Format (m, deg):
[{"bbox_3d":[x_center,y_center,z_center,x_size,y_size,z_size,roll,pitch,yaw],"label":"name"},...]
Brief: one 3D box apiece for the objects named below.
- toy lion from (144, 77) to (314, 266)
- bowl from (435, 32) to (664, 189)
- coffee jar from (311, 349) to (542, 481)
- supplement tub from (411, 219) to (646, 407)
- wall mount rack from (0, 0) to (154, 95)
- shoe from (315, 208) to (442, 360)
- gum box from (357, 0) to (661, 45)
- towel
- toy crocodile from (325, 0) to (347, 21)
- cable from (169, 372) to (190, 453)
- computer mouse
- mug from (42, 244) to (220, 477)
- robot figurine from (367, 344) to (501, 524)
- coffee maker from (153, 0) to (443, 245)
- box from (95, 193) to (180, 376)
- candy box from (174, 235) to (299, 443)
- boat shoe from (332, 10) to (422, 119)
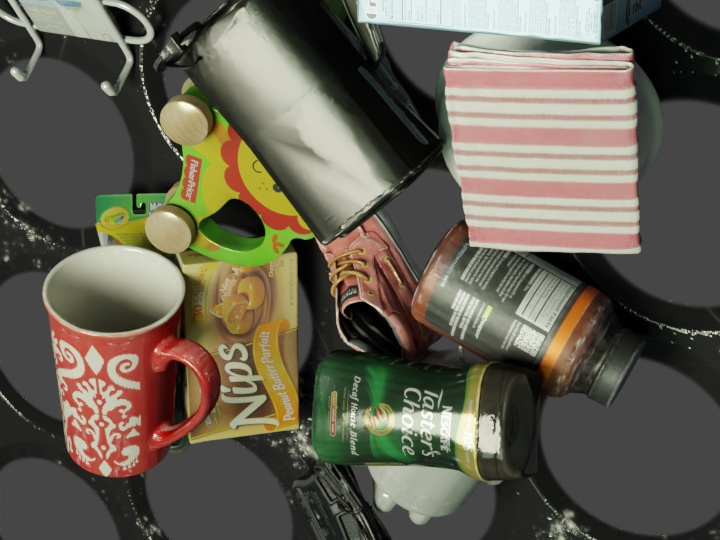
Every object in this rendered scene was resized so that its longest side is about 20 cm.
[{"bbox_3d":[-0.091,-0.084,1.359,0.191,0.069,0.201,21,128,7],"label":"toy lion"},{"bbox_3d":[0.146,-0.102,1.234,0.200,0.091,0.202,14,139,12],"label":"bowl"},{"bbox_3d":[0.060,0.127,1.298,0.199,0.085,0.105,2,88,26],"label":"coffee jar"},{"bbox_3d":[0.152,0.044,1.329,0.199,0.107,0.107,30,123,13],"label":"supplement tub"},{"bbox_3d":[-0.307,-0.243,1.425,0.199,0.075,0.174,11,154,24],"label":"wall mount rack"},{"bbox_3d":[0.000,0.000,1.399,0.071,0.091,0.200,-36,93,35],"label":"shoe"},{"bbox_3d":[0.122,-0.223,1.183,0.199,0.170,0.045,10,112,24],"label":"gum box"},{"bbox_3d":[0.146,-0.092,1.159,0.146,0.030,0.201,4,135,17],"label":"towel"},{"bbox_3d":[-0.062,-0.186,1.366,0.067,0.062,0.200,38,124,8],"label":"toy crocodile"},{"bbox_3d":[-0.202,0.096,1.541,0.097,0.050,0.201,-12,119,20],"label":"cable"},{"bbox_3d":[-0.015,0.242,1.503,0.139,0.053,0.200,64,160,1],"label":"computer mouse"},{"bbox_3d":[-0.227,0.107,1.428,0.178,0.133,0.201,50,145,41],"label":"mug"},{"bbox_3d":[0.080,0.154,1.413,0.169,0.113,0.200,18,126,-19],"label":"robot figurine"},{"bbox_3d":[-0.049,-0.125,1.195,0.200,0.192,0.135,51,144,-2],"label":"coffee maker"},{"bbox_3d":[-0.203,0.011,1.541,0.117,0.048,0.201,1,115,28],"label":"box"},{"bbox_3d":[-0.123,0.069,1.483,0.115,0.055,0.201,-6,116,-14],"label":"candy box"},{"bbox_3d":[-0.005,-0.170,1.321,0.073,0.062,0.200,-15,118,45],"label":"boat shoe"}]
